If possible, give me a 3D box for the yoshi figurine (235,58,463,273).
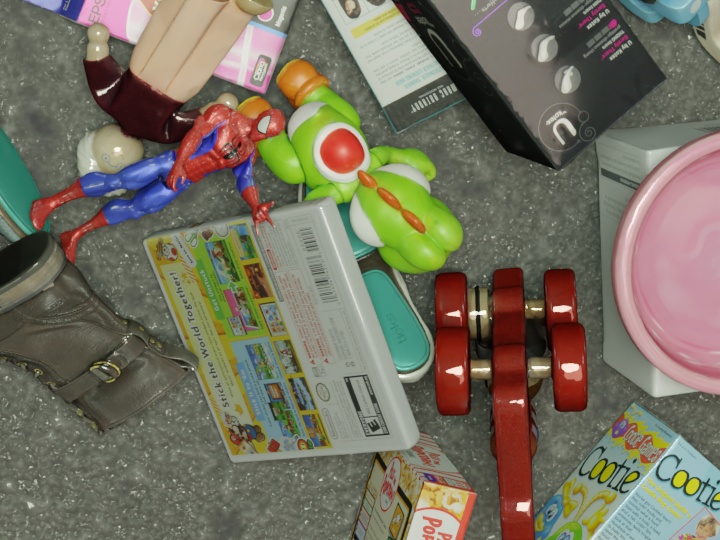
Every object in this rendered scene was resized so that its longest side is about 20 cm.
[{"bbox_3d":[0.000,-0.063,1.133,0.200,0.112,0.113,43,124,23],"label":"yoshi figurine"}]

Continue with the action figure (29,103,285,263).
[{"bbox_3d":[-0.139,-0.053,1.085,0.200,0.099,0.065,-28,131,9],"label":"action figure"}]

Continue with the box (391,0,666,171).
[{"bbox_3d":[0.103,-0.183,1.066,0.106,0.122,0.200,-40,106,-2],"label":"box"}]

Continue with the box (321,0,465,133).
[{"bbox_3d":[0.017,-0.213,1.145,0.082,0.049,0.200,-25,107,18],"label":"box"}]

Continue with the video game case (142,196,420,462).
[{"bbox_3d":[-0.062,0.051,1.149,0.181,0.023,0.201,-9,108,36],"label":"video game case"}]

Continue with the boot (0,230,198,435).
[{"bbox_3d":[-0.247,0.071,1.146,0.199,0.069,0.174,-25,127,21],"label":"boot"}]

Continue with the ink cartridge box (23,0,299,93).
[{"bbox_3d":[-0.148,-0.213,1.133,0.199,0.037,0.095,20,97,-13],"label":"ink cartridge box"}]

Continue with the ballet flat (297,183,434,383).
[{"bbox_3d":[0.000,0.000,1.182,0.069,0.069,0.201,-22,76,-6],"label":"ballet flat"}]

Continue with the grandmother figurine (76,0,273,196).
[{"bbox_3d":[-0.152,-0.139,1.107,0.121,0.061,0.200,34,114,-3],"label":"grandmother figurine"}]

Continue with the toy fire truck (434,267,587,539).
[{"bbox_3d":[0.117,0.096,1.171,0.112,0.200,0.169,-2,119,5],"label":"toy fire truck"}]

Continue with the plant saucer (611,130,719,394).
[{"bbox_3d":[0.280,-0.009,1.127,0.200,0.051,0.201,-2,102,-9],"label":"plant saucer"}]

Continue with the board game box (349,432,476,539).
[{"bbox_3d":[0.025,0.241,1.199,0.046,0.152,0.201,14,99,-14],"label":"board game box"}]

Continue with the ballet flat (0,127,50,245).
[{"bbox_3d":[-0.304,-0.098,1.115,0.074,0.074,0.201,-27,103,-5],"label":"ballet flat"}]

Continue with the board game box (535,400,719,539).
[{"bbox_3d":[0.217,0.228,1.260,0.105,0.103,0.200,40,92,-16],"label":"board game box"}]

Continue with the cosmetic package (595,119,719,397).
[{"bbox_3d":[0.306,-0.017,1.220,0.199,0.123,0.201,-7,104,-10],"label":"cosmetic package"}]

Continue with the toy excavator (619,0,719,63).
[{"bbox_3d":[0.261,-0.220,1.183,0.100,0.194,0.200,-48,150,-3],"label":"toy excavator"}]
